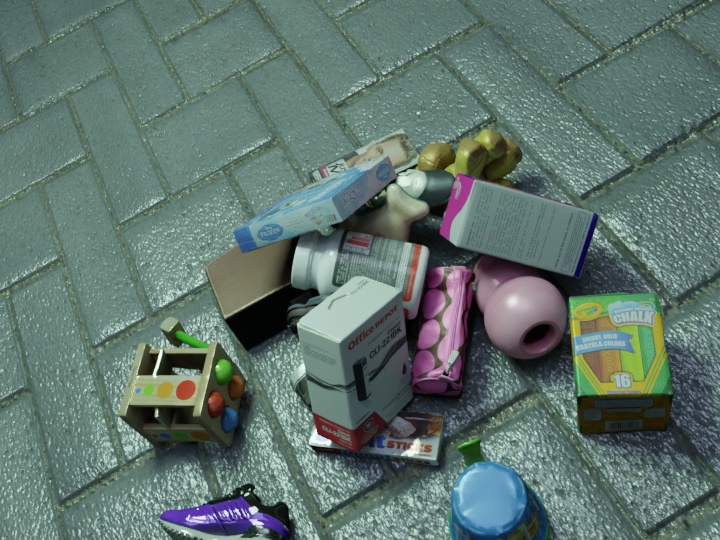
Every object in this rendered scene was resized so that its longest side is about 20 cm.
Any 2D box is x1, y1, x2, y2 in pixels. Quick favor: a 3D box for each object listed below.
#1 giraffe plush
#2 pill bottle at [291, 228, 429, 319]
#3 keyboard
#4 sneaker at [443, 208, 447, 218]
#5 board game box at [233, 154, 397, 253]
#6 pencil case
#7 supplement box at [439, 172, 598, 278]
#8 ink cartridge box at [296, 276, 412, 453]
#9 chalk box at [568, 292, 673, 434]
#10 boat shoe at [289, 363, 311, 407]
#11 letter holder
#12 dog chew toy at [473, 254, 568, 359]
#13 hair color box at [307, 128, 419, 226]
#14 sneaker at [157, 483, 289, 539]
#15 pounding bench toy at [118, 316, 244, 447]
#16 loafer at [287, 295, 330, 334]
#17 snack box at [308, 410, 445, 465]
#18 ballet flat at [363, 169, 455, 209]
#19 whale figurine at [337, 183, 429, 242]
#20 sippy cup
[{"bbox_3d":[0.159,-0.156,1.359,0.162,0.172,0.202,29,103,42],"label":"giraffe plush"},{"bbox_3d":[0.000,0.000,1.216,0.198,0.116,0.117,12,59,4],"label":"pill bottle"},{"bbox_3d":[0.114,0.106,1.254,0.126,0.021,0.201,3,57,19],"label":"keyboard"},{"bbox_3d":[0.225,-0.067,1.271,0.198,0.087,0.075,12,94,-12],"label":"sneaker"},{"bbox_3d":[-0.069,-0.106,1.239,0.198,0.044,0.200,-15,17,33],"label":"board game box"},{"bbox_3d":[0.129,0.087,1.188,0.090,0.094,0.202,8,65,0],"label":"pencil case"},{"bbox_3d":[0.232,-0.068,1.173,0.198,0.104,0.101,12,11,-12],"label":"supplement box"},{"bbox_3d":[-0.003,0.132,1.132,0.083,0.202,0.144,16,38,36],"label":"ink cartridge box"},{"bbox_3d":[0.359,0.111,1.110,0.123,0.124,0.202,-5,56,13],"label":"chalk box"},{"bbox_3d":[-0.018,0.138,1.247,0.200,0.071,0.064,-41,55,-3],"label":"boat shoe"},{"bbox_3d":[-0.148,0.014,1.351,0.199,0.101,0.143,-29,51,-4],"label":"letter holder"},{"bbox_3d":[0.232,0.041,1.203,0.124,0.125,0.201,-24,38,0],"label":"dog chew toy"},{"bbox_3d":[0.012,-0.172,1.451,0.199,0.061,0.100,-26,53,-2],"label":"hair color box"},{"bbox_3d":[-0.193,0.360,1.153,0.198,0.070,0.100,5,51,15],"label":"sneaker"},{"bbox_3d":[-0.266,0.166,1.266,0.154,0.125,0.202,-3,56,15],"label":"pounding bench toy"},{"bbox_3d":[-0.076,0.087,1.238,0.071,0.200,0.064,18,71,-17],"label":"loafer"},{"bbox_3d":[0.025,0.244,1.184,0.198,0.024,0.072,2,56,18],"label":"snack box"},{"bbox_3d":[0.070,-0.129,1.300,0.199,0.073,0.073,-7,47,53],"label":"ballet flat"},{"bbox_3d":[0.036,-0.065,1.299,0.158,0.200,0.104,30,36,-7],"label":"whale figurine"},{"bbox_3d":[0.174,0.315,1.024,0.177,0.131,0.140,30,69,31],"label":"sippy cup"}]
